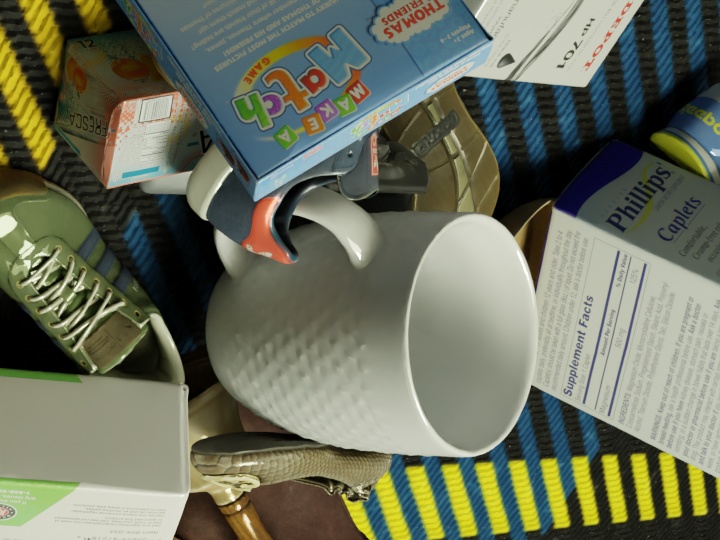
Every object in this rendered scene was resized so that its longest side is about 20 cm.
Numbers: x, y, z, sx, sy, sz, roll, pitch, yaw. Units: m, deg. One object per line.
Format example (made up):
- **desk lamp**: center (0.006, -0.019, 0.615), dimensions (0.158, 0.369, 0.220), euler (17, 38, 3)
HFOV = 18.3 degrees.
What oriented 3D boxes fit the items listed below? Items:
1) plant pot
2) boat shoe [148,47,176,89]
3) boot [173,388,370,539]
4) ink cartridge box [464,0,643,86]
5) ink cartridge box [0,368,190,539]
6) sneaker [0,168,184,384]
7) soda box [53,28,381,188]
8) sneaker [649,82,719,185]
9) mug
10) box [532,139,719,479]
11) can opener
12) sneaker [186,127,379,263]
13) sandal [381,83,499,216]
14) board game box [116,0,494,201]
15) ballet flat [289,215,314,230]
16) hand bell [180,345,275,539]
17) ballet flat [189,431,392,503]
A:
- **plant pot**: center (0.092, 0.034, 1.613), dimensions (0.200, 0.027, 0.200), euler (-53, 159, -30)
- **boat shoe**: center (-0.032, -0.174, 1.248), dimensions (0.200, 0.068, 0.072), euler (-49, 116, -22)
- **boot**: center (-0.035, 0.156, 1.532), dimensions (0.199, 0.072, 0.167), euler (2, 106, -1)
- **ink cartridge box**: center (0.105, -0.195, 1.353), dimensions (0.200, 0.086, 0.147), euler (-2, 129, -58)
- **ink cartridge box**: center (-0.195, 0.151, 1.385), dimensions (0.145, 0.084, 0.200), euler (6, 143, -14)
- **sneaker**: center (-0.164, 0.017, 1.343), dimensions (0.067, 0.090, 0.200), euler (-40, 145, -1)
- **soda box**: center (-0.077, -0.107, 1.315), dimensions (0.200, 0.068, 0.064), euler (-13, 135, -34)
- **sneaker**: center (0.283, -0.074, 1.704), dimensions (0.082, 0.074, 0.200), euler (-51, 152, -8)
- **mug**: center (-0.013, 0.020, 1.366), dimensions (0.200, 0.175, 0.148), euler (57, 47, -37)
- **box**: center (0.234, 0.031, 1.638), dimensions (0.105, 0.200, 0.184), euler (-48, 156, -40)
- **can opener**: center (-0.051, -0.055, 1.377), dimensions (0.200, 0.053, 0.067), euler (0, 130, -26)
- **sneaker**: center (-0.007, -0.090, 1.255), dimensions (0.200, 0.084, 0.075), euler (-52, 170, 11)
- **sandal**: center (0.037, -0.084, 1.475), dimensions (0.080, 0.054, 0.200), euler (-39, 131, -17)
- **board game box**: center (-0.048, -0.157, 1.180), dimensions (0.151, 0.200, 0.037), euler (-31, 167, -15)
- **ballet flat**: center (0.000, 0.000, 1.507), dimensions (0.073, 0.073, 0.200), euler (-49, 145, 9)
- **hand bell**: center (-0.081, 0.159, 1.480), dimensions (0.104, 0.104, 0.200), euler (-32, 108, -15)
- **ballet flat**: center (-0.041, 0.128, 1.430), dimensions (0.200, 0.067, 0.046), euler (6, 91, -60)
